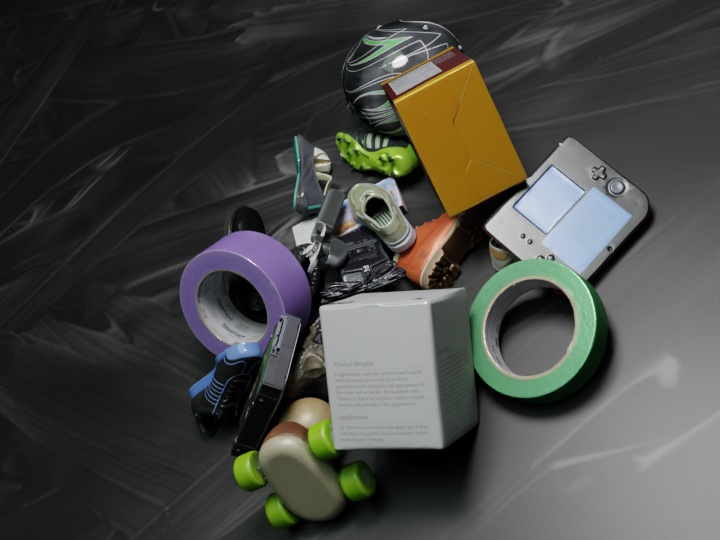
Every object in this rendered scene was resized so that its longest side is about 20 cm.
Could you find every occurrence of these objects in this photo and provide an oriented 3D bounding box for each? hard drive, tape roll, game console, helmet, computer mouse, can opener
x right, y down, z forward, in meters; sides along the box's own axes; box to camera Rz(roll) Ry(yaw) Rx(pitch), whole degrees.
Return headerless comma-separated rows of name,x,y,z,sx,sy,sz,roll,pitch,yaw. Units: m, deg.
hard drive,-0.142,0.176,1.668,0.038,0.201,0.140,18,45,-7
tape roll,-0.183,0.044,1.769,0.199,0.201,0.085,-1,22,29
game console,0.309,-0.080,1.648,0.177,0.031,0.200,42,84,15
tape roll,0.248,0.085,1.570,0.199,0.048,0.202,-12,67,31
helmet,0.076,-0.324,1.880,0.200,0.200,0.190,-50,32,-9
computer mouse,0.000,0.000,1.770,0.138,0.053,0.200,-16,27,2
can opener,-0.051,-0.060,1.802,0.201,0.066,0.053,-80,13,-54

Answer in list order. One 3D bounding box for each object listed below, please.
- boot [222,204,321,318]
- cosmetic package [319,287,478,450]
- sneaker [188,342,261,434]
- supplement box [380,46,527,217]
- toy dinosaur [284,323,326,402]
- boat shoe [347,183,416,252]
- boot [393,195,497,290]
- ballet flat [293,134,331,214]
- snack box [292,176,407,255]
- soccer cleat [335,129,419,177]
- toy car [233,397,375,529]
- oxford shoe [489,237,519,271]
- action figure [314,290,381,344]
boot,-0.145,-0.030,1.862,0.157,0.079,0.213,-21,66,33
cosmetic package,0.057,0.134,1.542,0.164,0.165,0.202,-3,94,24
sneaker,-0.205,0.185,1.741,0.200,0.070,0.078,-46,54,44
supplement box,0.141,-0.218,1.716,0.132,0.198,0.200,-27,18,4
toy dinosaur,-0.084,0.149,1.672,0.200,0.077,0.102,-41,5,44
boat shoe,0.029,-0.101,1.794,0.072,0.062,0.200,-39,37,-3
boot,0.132,-0.065,1.757,0.107,0.075,0.200,28,76,45
ballet flat,-0.084,-0.168,1.955,0.073,0.073,0.201,-22,39,15
snack box,-0.020,-0.087,1.887,0.199,0.024,0.072,-26,49,12
soccer cleat,0.034,-0.206,1.919,0.081,0.068,0.200,-27,33,-29
toy car,-0.068,0.252,1.637,0.164,0.158,0.200,-25,24,24
oxford shoe,0.267,-0.083,1.702,0.075,0.058,0.200,30,75,41
action figure,-0.004,0.088,1.733,0.130,0.069,0.200,-46,46,1
